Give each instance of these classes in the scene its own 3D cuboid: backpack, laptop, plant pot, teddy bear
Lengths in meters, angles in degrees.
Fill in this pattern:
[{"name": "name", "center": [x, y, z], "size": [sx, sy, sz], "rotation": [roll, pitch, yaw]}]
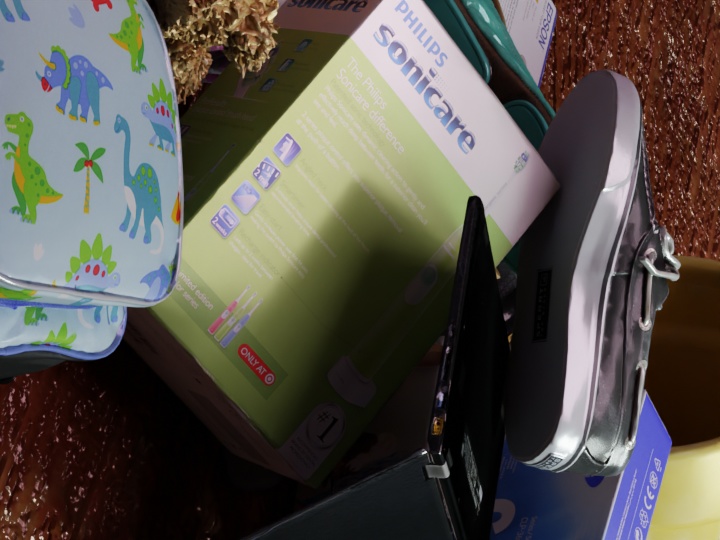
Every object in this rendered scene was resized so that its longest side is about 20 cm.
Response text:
[{"name": "backpack", "center": [-0.160, -0.062, 0.831], "size": [0.183, 0.147, 0.201], "rotation": [8, 72, -63]}, {"name": "laptop", "center": [-0.003, 0.091, 1.003], "size": [0.187, 0.116, 0.200], "rotation": [74, 24, -61]}, {"name": "plant pot", "center": [0.194, 0.122, 1.372], "size": [0.201, 0.200, 0.189], "rotation": [-62, 150, -46]}, {"name": "teddy bear", "center": [-0.097, -0.139, 0.926], "size": [0.067, 0.200, 0.145], "rotation": [-22, 91, -31]}]

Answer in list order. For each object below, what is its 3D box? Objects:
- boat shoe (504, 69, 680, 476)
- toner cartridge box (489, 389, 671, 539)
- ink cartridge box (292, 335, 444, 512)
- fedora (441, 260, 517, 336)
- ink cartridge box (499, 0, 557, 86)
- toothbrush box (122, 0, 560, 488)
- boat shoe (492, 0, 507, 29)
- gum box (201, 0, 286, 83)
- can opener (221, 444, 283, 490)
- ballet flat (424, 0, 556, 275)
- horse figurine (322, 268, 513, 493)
[{"name": "boat shoe", "center": [0.124, 0.003, 1.061], "size": [0.068, 0.074, 0.200], "rotation": [12, 78, -27]}, {"name": "toner cartridge box", "center": [0.091, 0.150, 1.094], "size": [0.043, 0.095, 0.200], "rotation": [60, 36, -33]}, {"name": "ink cartridge box", "center": [0.031, 0.156, 1.168], "size": [0.145, 0.084, 0.200], "rotation": [47, 44, -45]}, {"name": "fedora", "center": [0.072, -0.020, 1.247], "size": [0.092, 0.201, 0.200], "rotation": [48, 29, 10]}, {"name": "ink cartridge box", "center": [0.052, -0.160, 1.331], "size": [0.200, 0.043, 0.197], "rotation": [56, 39, -41]}, {"name": "toothbrush box", "center": [-0.022, -0.022, 1.019], "size": [0.200, 0.086, 0.146], "rotation": [-50, 121, -15]}, {"name": "boat shoe", "center": [0.046, -0.186, 1.227], "size": [0.065, 0.072, 0.201], "rotation": [90, -10, -80]}, {"name": "gum box", "center": [-0.058, -0.159, 1.110], "size": [0.200, 0.066, 0.114], "rotation": [-2, 83, -60]}, {"name": "can opener", "center": [-0.055, 0.011, 1.082], "size": [0.053, 0.066, 0.201], "rotation": [-20, 105, -59]}, {"name": "ballet flat", "center": [0.075, -0.087, 1.142], "size": [0.070, 0.067, 0.200], "rotation": [-13, 74, -60]}, {"name": "horse figurine", "center": [0.000, 0.000, 1.134], "size": [0.200, 0.132, 0.050], "rotation": [64, 9, 10]}]
